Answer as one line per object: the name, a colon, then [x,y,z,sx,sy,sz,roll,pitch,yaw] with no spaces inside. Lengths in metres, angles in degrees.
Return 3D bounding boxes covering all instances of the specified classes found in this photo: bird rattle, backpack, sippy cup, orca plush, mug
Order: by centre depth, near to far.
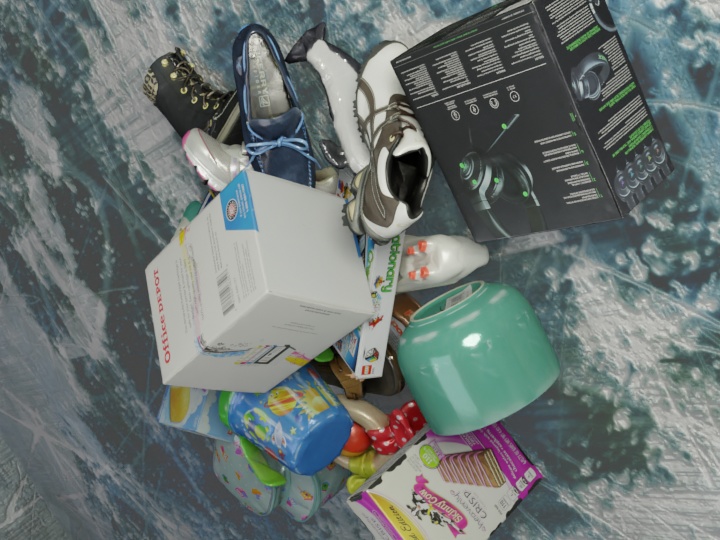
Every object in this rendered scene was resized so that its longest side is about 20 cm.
mug: [0.105,0.083,1.038,0.184,0.152,0.115,-17,103,54]
orca plush: [-0.006,-0.154,1.039,0.200,0.105,0.071,44,176,9]
sippy cup: [-0.083,0.176,1.222,0.130,0.139,0.179,37,152,34]
bird rattle: [0.007,0.223,1.286,0.162,0.113,0.200,30,146,4]
backpack: [-0.117,0.270,1.469,0.199,0.153,0.177,31,135,19]

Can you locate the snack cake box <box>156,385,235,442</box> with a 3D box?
snack cake box: [-0.207,0.132,1.415,0.067,0.202,0.114,25,164,-36]

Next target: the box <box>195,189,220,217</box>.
box: [-0.140,-0.012,1.251,0.200,0.064,0.070,54,125,35]

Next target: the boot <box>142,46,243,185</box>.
boot: [-0.189,-0.212,1.204,0.154,0.073,0.204,53,144,6]

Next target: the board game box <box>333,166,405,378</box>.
board game box: [0.000,0.000,1.097,0.126,0.034,0.202,-132,45,-56]

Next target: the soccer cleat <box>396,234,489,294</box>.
soccer cleat: [0.065,-0.008,1.086,0.200,0.077,0.070,180,89,-67]

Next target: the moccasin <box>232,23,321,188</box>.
moccasin: [-0.099,-0.159,1.059,0.068,0.080,0.202,-134,24,-78]

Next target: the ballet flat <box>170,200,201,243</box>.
ballet flat: [-0.217,-0.025,1.343,0.200,0.070,0.068,55,144,38]

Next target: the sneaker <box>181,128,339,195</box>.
sneaker: [-0.107,-0.118,1.139,0.199,0.082,0.089,26,108,-21]

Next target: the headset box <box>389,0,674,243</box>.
headset box: [0.148,-0.128,0.856,0.173,0.093,0.201,-10,112,52]

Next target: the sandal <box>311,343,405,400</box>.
sandal: [-0.017,0.125,1.240,0.199,0.054,0.082,0,120,51]

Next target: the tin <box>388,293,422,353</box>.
tin: [0.022,0.090,1.245,0.112,0.042,0.200,52,146,-5]

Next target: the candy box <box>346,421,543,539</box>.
candy box: [0.100,0.250,1.145,0.137,0.200,0.061,51,146,3]

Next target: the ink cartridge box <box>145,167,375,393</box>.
ink cartridge box: [-0.112,0.020,1.060,0.200,0.144,0.148,-37,55,37]

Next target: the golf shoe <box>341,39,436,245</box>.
golf shoe: [0.041,-0.126,0.937,0.094,0.077,0.202,-12,71,56]
